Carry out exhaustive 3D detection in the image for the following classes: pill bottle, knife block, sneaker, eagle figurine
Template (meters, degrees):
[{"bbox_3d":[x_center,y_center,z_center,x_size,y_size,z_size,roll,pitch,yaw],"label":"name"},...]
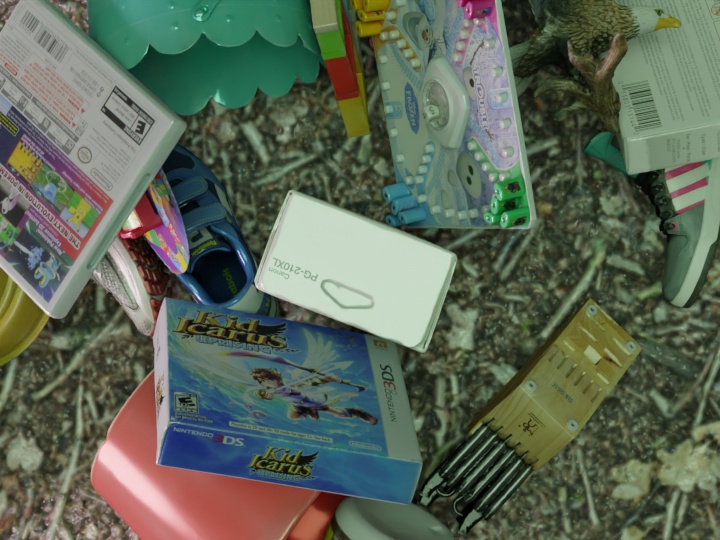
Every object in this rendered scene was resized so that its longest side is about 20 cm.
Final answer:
[{"bbox_3d":[-0.003,0.292,1.666,0.109,0.109,0.201,23,107,2],"label":"pill bottle"},{"bbox_3d":[0.133,0.133,1.706,0.064,0.176,0.200,44,47,0],"label":"knife block"},{"bbox_3d":[-0.136,-0.034,1.689,0.074,0.082,0.201,-35,75,1],"label":"sneaker"},{"bbox_3d":[-0.233,-0.022,1.710,0.082,0.078,0.200,-41,81,9],"label":"sneaker"},{"bbox_3d":[0.178,-0.212,1.581,0.150,0.152,0.201,18,53,-34],"label":"eagle figurine"},{"bbox_3d":[0.243,-0.077,1.679,0.120,0.084,0.202,11,83,-3],"label":"sneaker"}]

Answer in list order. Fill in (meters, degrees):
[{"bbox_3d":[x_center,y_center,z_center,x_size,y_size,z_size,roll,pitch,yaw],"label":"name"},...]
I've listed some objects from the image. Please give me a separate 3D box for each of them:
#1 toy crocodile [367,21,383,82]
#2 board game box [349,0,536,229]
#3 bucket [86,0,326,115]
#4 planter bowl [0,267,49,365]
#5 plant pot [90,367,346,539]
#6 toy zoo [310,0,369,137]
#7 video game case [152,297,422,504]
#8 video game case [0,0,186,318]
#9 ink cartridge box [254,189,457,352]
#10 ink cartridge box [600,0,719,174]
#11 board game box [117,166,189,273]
[{"bbox_3d":[0.040,-0.164,1.696,0.061,0.068,0.201,-20,90,3],"label":"toy crocodile"},{"bbox_3d":[0.060,-0.130,1.584,0.026,0.200,0.202,-13,97,-27],"label":"board game box"},{"bbox_3d":[-0.131,-0.216,1.639,0.206,0.207,0.136,-9,82,2],"label":"bucket"},{"bbox_3d":[-0.353,-0.012,1.671,0.199,0.083,0.202,1,92,24],"label":"planter bowl"},{"bbox_3d":[-0.110,0.169,1.651,0.177,0.200,0.201,33,91,12],"label":"plant pot"},{"bbox_3d":[-0.018,-0.199,1.641,0.020,0.200,0.132,-9,62,6],"label":"toy zoo"},{"bbox_3d":[-0.060,0.099,1.573,0.199,0.182,0.046,11,117,-13],"label":"video game case"},{"bbox_3d":[-0.245,-0.093,1.567,0.200,0.023,0.183,41,103,31],"label":"video game case"},{"bbox_3d":[0.000,0.000,1.632,0.144,0.200,0.085,21,91,2],"label":"ink cartridge box"},{"bbox_3d":[0.281,-0.175,1.637,0.175,0.045,0.201,-11,46,3],"label":"ink cartridge box"},{"bbox_3d":[-0.205,-0.076,1.613,0.039,0.158,0.200,-29,57,-18],"label":"board game box"}]
